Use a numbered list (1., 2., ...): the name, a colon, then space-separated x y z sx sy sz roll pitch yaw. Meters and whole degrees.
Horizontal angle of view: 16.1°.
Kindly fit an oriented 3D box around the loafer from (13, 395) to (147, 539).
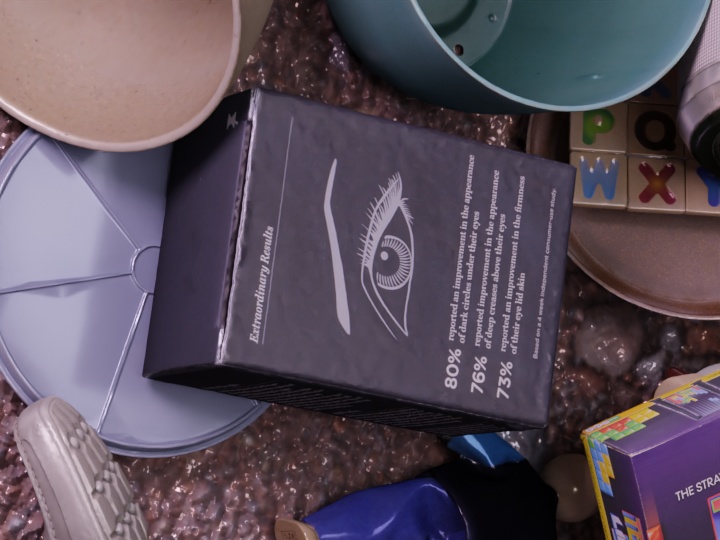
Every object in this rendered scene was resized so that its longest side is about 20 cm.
1. loafer: -0.140 0.162 1.313 0.070 0.070 0.200 -19 100 12

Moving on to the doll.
1. doll: 0.053 0.140 1.425 0.200 0.048 0.137 -14 83 -27

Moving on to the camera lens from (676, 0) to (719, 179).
1. camera lens: 0.257 -0.149 1.414 0.160 0.160 0.200 15 66 -25

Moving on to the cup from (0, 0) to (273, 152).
1. cup: -0.115 -0.182 1.305 0.200 0.200 0.143 55 42 -12

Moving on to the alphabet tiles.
1. alphabet tiles: 0.221 -0.108 1.485 0.200 0.008 0.167 4 68 -2

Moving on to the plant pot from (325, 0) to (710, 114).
1. plant pot: 0.068 -0.177 1.395 0.200 0.161 0.201 2 85 -27

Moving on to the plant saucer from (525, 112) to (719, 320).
1. plant saucer: 0.194 -0.060 1.484 0.200 0.032 0.201 1 69 -3

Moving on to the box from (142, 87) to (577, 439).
1. box: 0.000 0.000 1.345 0.200 0.104 0.148 13 78 -25

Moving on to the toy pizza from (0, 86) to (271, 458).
1. toy pizza: -0.116 0.001 1.362 0.200 0.032 0.201 3 84 -27

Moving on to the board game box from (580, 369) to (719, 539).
1. board game box: 0.235 0.133 1.422 0.200 0.057 0.166 -22 111 -21

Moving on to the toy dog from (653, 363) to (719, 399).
1. toy dog: 0.208 0.133 1.495 0.132 0.096 0.200 13 95 -28
